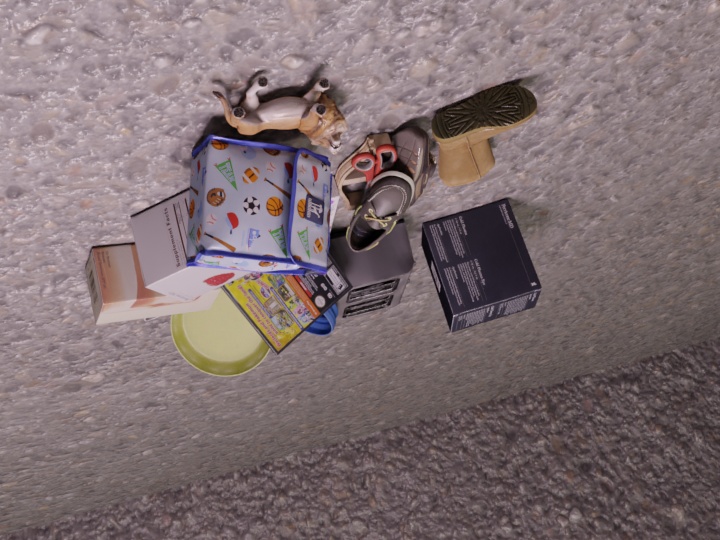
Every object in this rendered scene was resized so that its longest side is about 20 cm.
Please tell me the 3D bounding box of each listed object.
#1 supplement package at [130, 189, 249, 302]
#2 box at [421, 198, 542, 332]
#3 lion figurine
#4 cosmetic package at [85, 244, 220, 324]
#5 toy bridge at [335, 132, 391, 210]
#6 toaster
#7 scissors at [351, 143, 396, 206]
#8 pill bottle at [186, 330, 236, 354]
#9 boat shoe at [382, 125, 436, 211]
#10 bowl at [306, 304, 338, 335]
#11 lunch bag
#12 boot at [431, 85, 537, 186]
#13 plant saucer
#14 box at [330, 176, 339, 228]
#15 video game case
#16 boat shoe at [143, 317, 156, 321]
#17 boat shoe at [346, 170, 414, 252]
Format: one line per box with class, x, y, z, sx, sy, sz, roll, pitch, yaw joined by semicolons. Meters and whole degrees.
supplement package;-0.232;-0.051;1.464;0.197;0.122;0.121;-23;160;15
box;0.232;-0.009;1.853;0.179;0.203;0.104;-16;159;-4
lion figurine;-0.106;-0.208;1.268;0.196;0.074;0.122;4;167;-16
cosmetic package;-0.343;0.016;1.568;0.197;0.105;0.087;-8;159;-29
toy bridge;-0.005;-0.155;1.526;0.066;0.028;0.201;-11;157;-18
toaster;0.000;0.000;1.797;0.196;0.121;0.181;-13;158;-13
scissors;0.025;-0.145;1.516;0.072;0.014;0.201;-17;158;-3
pill bottle;-0.245;0.112;1.886;0.196;0.111;0.110;-17;160;-5
boat shoe;0.080;-0.171;1.523;0.073;0.075;0.201;-38;165;-25
bowl;-0.128;0.046;1.749;0.040;0.198;0.201;-58;168;-21
lunch bag;-0.131;-0.085;1.319;0.197;0.174;0.123;7;170;-26
boot;0.198;-0.211;1.517;0.172;0.067;0.200;-12;161;8
plant saucer;-0.260;0.104;1.801;0.197;0.203;0.031;-21;-161;9
box;-0.070;-0.092;1.615;0.038;0.042;0.201;-13;160;-14
video game case;-0.130;0.015;1.604;0.180;0.025;0.201;-41;123;-9
boat shoe;-0.304;0.039;1.709;0.197;0.068;0.074;-19;160;3
boat shoe;0.030;-0.090;1.529;0.071;0.061;0.201;25;152;-8
